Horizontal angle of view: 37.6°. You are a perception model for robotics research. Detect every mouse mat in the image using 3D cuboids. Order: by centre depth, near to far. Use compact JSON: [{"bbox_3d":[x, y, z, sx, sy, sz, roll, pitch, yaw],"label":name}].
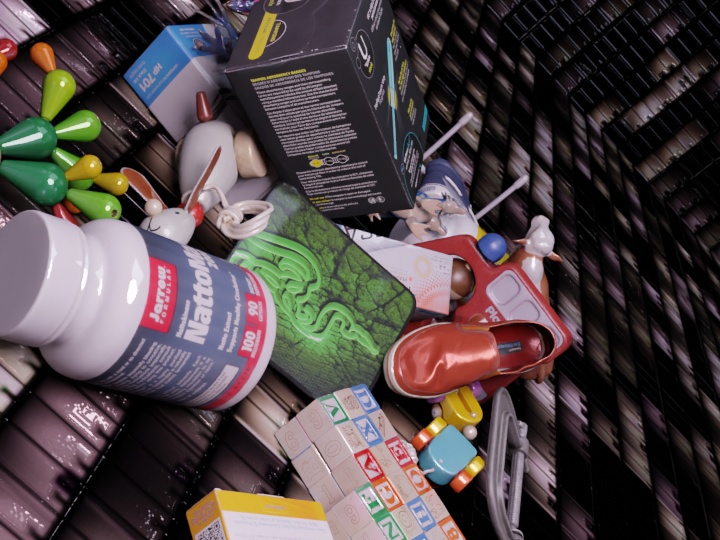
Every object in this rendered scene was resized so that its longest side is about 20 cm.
[{"bbox_3d":[-0.043,0.031,1.028,0.200,0.008,0.161,40,62,-19],"label":"mouse mat"}]

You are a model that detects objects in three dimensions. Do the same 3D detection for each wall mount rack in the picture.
[{"bbox_3d":[0.133,-0.129,1.492,0.200,0.174,0.075,47,64,-8],"label":"wall mount rack"}]

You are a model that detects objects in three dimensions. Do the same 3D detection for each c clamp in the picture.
[{"bbox_3d":[0.163,0.219,1.131,0.200,0.027,0.172,-69,149,-54],"label":"c clamp"}]

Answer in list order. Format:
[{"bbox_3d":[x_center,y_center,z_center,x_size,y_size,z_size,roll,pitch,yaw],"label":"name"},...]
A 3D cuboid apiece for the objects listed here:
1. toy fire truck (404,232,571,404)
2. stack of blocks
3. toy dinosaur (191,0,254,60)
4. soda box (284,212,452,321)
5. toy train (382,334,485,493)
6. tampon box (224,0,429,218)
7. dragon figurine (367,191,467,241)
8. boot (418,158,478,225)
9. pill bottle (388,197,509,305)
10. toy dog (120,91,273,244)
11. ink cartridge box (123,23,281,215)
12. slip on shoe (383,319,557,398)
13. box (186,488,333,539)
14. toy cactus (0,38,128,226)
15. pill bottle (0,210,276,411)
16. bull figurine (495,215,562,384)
[{"bbox_3d":[0.125,0.046,1.208,0.200,0.168,0.112,56,24,13],"label":"toy fire truck"},{"bbox_3d":[0.011,0.204,0.915,0.200,0.059,0.115,57,25,14],"label":"stack of blocks"},{"bbox_3d":[-0.123,-0.253,1.169,0.182,0.104,0.201,-55,137,-75],"label":"toy dinosaur"},{"bbox_3d":[0.000,0.000,1.103,0.199,0.063,0.069,14,73,-31],"label":"soda box"},{"bbox_3d":[0.056,0.146,1.095,0.150,0.056,0.201,21,39,-21],"label":"toy train"},{"bbox_3d":[-0.025,-0.173,1.047,0.150,0.126,0.200,-77,152,-42],"label":"tampon box"},{"bbox_3d":[0.035,-0.086,1.228,0.199,0.059,0.099,21,9,-13],"label":"dragon figurine"},{"bbox_3d":[0.141,-0.056,1.443,0.200,0.072,0.091,60,29,-30],"label":"boot"},{"bbox_3d":[0.133,0.002,1.357,0.200,0.111,0.111,42,25,-18],"label":"pill bottle"},{"bbox_3d":[-0.158,-0.101,1.005,0.200,0.131,0.097,-101,173,-62],"label":"toy dog"},{"bbox_3d":[-0.140,-0.170,1.166,0.200,0.086,0.146,52,24,2],"label":"ink cartridge box"},{"bbox_3d":[0.114,0.084,1.079,0.199,0.061,0.074,-7,80,-26],"label":"slip on shoe"},{"bbox_3d":[-0.048,0.259,0.761,0.119,0.041,0.201,22,39,-47],"label":"box"},{"bbox_3d":[-0.282,-0.098,0.840,0.165,0.102,0.200,-27,79,-46],"label":"toy cactus"},{"bbox_3d":[-0.170,0.029,0.785,0.200,0.120,0.120,22,36,-46],"label":"pill bottle"},{"bbox_3d":[0.191,0.032,1.256,0.065,0.201,0.121,-5,11,-13],"label":"bull figurine"}]
